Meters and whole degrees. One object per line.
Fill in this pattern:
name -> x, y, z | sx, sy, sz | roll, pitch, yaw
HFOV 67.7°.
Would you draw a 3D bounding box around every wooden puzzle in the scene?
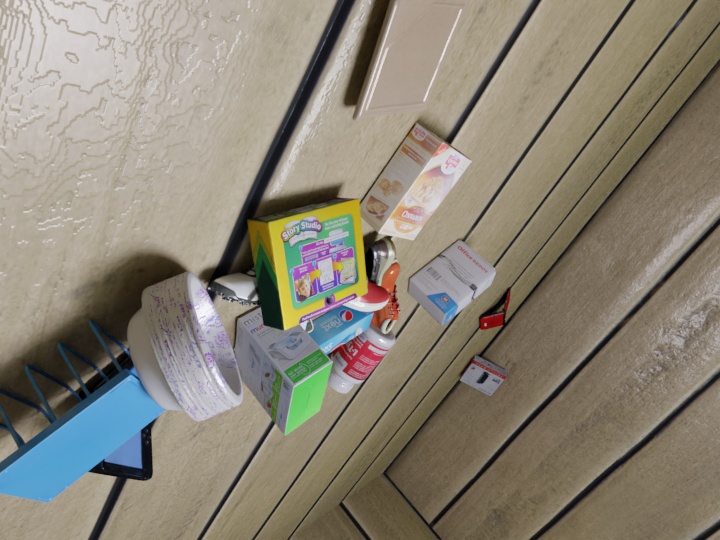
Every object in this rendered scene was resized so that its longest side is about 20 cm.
wooden puzzle -> 0.072, -0.320, 0.796 | 0.200, 0.037, 0.185 | -28, 150, -44

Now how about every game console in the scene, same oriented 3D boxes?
game console -> 0.620, 0.179, 2.470 | 0.172, 0.119, 0.200 | -15, 156, 8
game console -> -0.353, 0.236, 0.882 | 0.116, 0.176, 0.200 | -15, 153, 2

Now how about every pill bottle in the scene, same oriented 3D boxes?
pill bottle -> -0.007, 0.222, 1.410 | 0.200, 0.112, 0.112 | -54, 155, 16

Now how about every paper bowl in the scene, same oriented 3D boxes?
paper bowl -> -0.247, 0.111, 0.747 | 0.104, 0.201, 0.201 | -22, 151, -8

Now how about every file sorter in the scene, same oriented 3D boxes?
file sorter -> -0.393, 0.186, 0.721 | 0.200, 0.123, 0.139 | -39, 155, -16

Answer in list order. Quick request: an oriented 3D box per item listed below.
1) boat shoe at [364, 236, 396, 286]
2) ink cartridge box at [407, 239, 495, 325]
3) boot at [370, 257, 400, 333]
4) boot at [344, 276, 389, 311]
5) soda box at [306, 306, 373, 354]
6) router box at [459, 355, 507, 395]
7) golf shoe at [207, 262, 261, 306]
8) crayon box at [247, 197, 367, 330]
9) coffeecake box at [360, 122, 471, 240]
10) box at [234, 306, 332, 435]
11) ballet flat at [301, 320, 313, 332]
boat shoe -> 0.013, 0.006, 1.172 | 0.065, 0.073, 0.200 | -9, 138, -31
ink cartridge box -> 0.253, 0.032, 1.493 | 0.200, 0.145, 0.084 | -36, 156, -19
boot -> 0.066, 0.062, 1.290 | 0.075, 0.107, 0.200 | -21, 145, -40
boot -> 0.000, 0.000, 1.069 | 0.200, 0.072, 0.144 | 16, 116, -35
soda box -> -0.066, 0.140, 1.249 | 0.200, 0.064, 0.068 | -27, 150, -34
router box -> 0.680, 0.583, 2.977 | 0.180, 0.200, 0.049 | -65, 177, 36
golf shoe -> -0.166, 0.007, 0.893 | 0.200, 0.078, 0.095 | 1, 107, -57
crayon box -> -0.079, -0.018, 0.886 | 0.200, 0.058, 0.173 | -22, 111, -44
coffeecake box -> 0.105, -0.164, 1.038 | 0.200, 0.073, 0.153 | -55, 154, 17
box -> -0.157, 0.189, 1.040 | 0.097, 0.176, 0.200 | -29, 151, -32
ballet flat -> -0.129, 0.141, 1.119 | 0.069, 0.069, 0.200 | -28, 142, -34
